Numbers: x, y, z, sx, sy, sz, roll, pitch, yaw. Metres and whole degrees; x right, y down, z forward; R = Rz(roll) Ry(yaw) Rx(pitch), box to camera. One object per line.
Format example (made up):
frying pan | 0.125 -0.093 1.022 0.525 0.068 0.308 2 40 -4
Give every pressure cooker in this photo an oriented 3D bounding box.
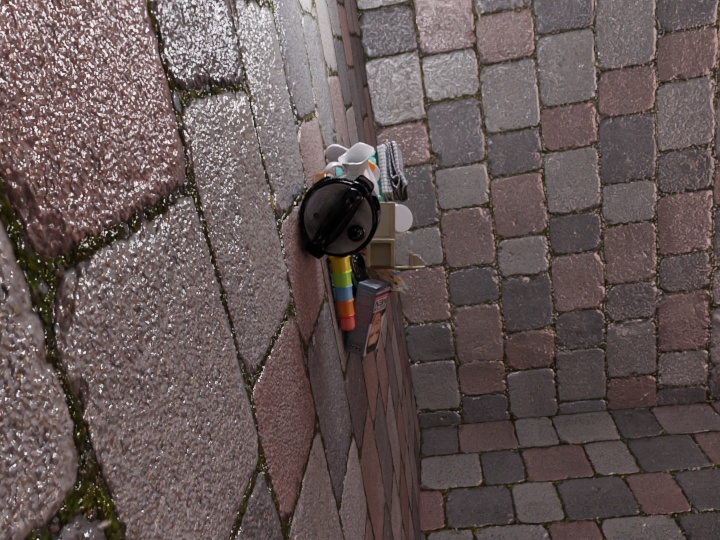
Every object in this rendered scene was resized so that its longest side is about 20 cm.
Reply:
pressure cooker | -0.040 -0.123 1.308 0.200 0.177 0.177 -68 153 -76

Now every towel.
towel | 0.110 -0.322 1.949 0.200 0.085 0.167 39 44 -80

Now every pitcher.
pitcher | -0.028 -0.244 1.711 0.121 0.171 0.201 38 -34 41

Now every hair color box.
hair color box | 0.022 0.128 1.648 0.099 0.060 0.202 -17 121 -61

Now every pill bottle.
pill bottle | 0.077 -0.147 1.808 0.200 0.110 0.112 173 -90 -67

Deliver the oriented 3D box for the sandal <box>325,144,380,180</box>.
sandal | -0.023 -0.328 1.774 0.206 0.079 0.059 31 25 -36

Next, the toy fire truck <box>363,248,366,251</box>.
toy fire truck | 0.037 -0.044 2.137 0.168 0.111 0.202 -132 -148 -70

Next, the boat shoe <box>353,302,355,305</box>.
boat shoe | 0.019 0.108 1.786 0.076 0.071 0.201 95 20 -65

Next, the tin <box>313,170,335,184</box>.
tin | -0.068 -0.158 1.522 0.112 0.042 0.202 -46 120 -71

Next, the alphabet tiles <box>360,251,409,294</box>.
alphabet tiles | 0.061 0.003 1.805 0.006 0.166 0.200 -57 -143 20

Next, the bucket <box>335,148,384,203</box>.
bucket | 0.001 -0.286 1.931 0.207 0.134 0.209 -8 90 -82

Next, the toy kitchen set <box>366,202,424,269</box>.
toy kitchen set | 0.102 -0.094 1.680 0.200 0.162 0.182 -17 107 -86

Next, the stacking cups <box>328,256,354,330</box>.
stacking cups | -0.040 0.058 1.569 0.061 0.060 0.202 -69 150 -74

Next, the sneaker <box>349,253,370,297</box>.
sneaker | -0.027 0.019 1.657 0.201 0.082 0.072 71 30 -48
